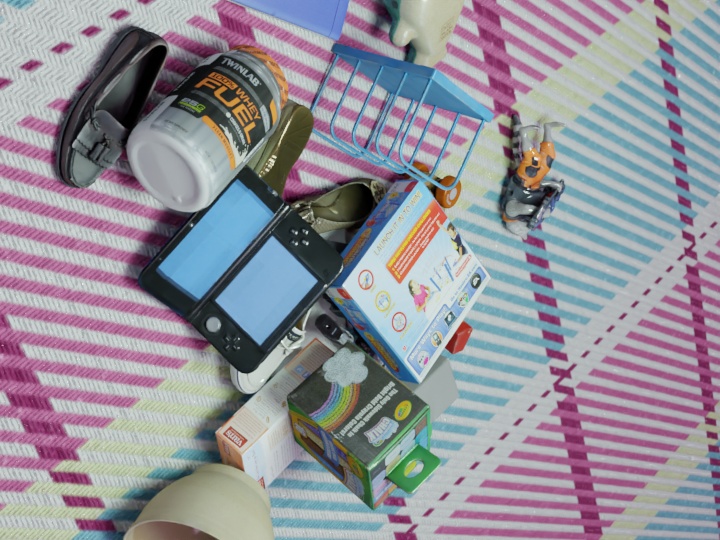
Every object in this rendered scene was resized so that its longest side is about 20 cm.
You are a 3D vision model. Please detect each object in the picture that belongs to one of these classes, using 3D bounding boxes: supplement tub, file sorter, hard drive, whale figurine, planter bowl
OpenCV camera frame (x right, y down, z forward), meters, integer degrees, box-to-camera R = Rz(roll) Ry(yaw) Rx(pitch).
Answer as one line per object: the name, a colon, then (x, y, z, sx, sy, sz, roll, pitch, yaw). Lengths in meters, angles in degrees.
supplement tub: (-0.175, -0.173, 1.365, 0.201, 0.121, 0.124, -55, 136, -37)
file sorter: (0.048, -0.202, 1.539, 0.138, 0.199, 0.124, 25, 89, -46)
hard drive: (-0.086, -0.384, 1.465, 0.198, 0.025, 0.134, 10, 97, -46)
whale figurine: (0.082, -0.367, 1.606, 0.159, 0.103, 0.201, -44, 155, -26)
planter bowl: (-0.194, 0.343, 1.514, 0.136, 0.197, 0.203, -64, 143, -47)

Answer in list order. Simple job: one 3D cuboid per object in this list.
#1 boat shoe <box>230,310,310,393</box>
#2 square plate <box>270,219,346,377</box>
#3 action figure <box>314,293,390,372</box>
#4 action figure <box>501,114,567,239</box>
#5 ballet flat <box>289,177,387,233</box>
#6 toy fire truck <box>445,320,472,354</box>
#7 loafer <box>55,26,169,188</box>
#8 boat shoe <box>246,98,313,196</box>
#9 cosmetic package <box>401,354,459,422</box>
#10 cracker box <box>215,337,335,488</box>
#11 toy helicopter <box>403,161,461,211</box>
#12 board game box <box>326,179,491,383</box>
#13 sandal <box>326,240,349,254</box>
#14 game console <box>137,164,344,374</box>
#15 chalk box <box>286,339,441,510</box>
boat shoe: (-0.106, 0.076, 1.530, 0.070, 0.069, 0.203, 27, 90, -45)
square plate: (-0.099, 0.041, 1.599, 0.198, 0.028, 0.202, -16, 115, -41)
action figure: (0.003, 0.108, 1.661, 0.132, 0.069, 0.200, -62, 142, -17)
action figure: (0.280, -0.150, 1.889, 0.200, 0.103, 0.197, -33, 137, -66)
ballet flat: (-0.027, -0.089, 1.595, 0.198, 0.046, 0.068, -17, 80, -42)
toy fire truck: (0.127, 0.045, 1.770, 0.139, 0.049, 0.203, -14, 131, -40)
loafer: (-0.281, -0.184, 1.314, 0.072, 0.062, 0.203, 31, 81, -46)
boat shoe: (-0.134, -0.130, 1.493, 0.073, 0.063, 0.203, 27, 91, -57)
cosmetic package: (0.046, 0.204, 1.745, 0.200, 0.106, 0.091, -44, 131, -27)
cracker box: (-0.107, 0.206, 1.597, 0.200, 0.057, 0.135, -43, 153, -27)
toy helicopter: (0.081, -0.051, 1.718, 0.132, 0.078, 0.203, -39, 140, -37)
board game box: (0.067, 0.014, 1.599, 0.201, 0.055, 0.197, -52, 120, -24)
sandal: (0.000, -0.001, 1.630, 0.198, 0.043, 0.077, 15, 50, -39)
game console: (-0.145, 0.003, 1.441, 0.200, 0.170, 0.118, -47, 172, 1)
chalk box: (0.016, 0.217, 1.522, 0.124, 0.199, 0.125, -40, 152, -22)
